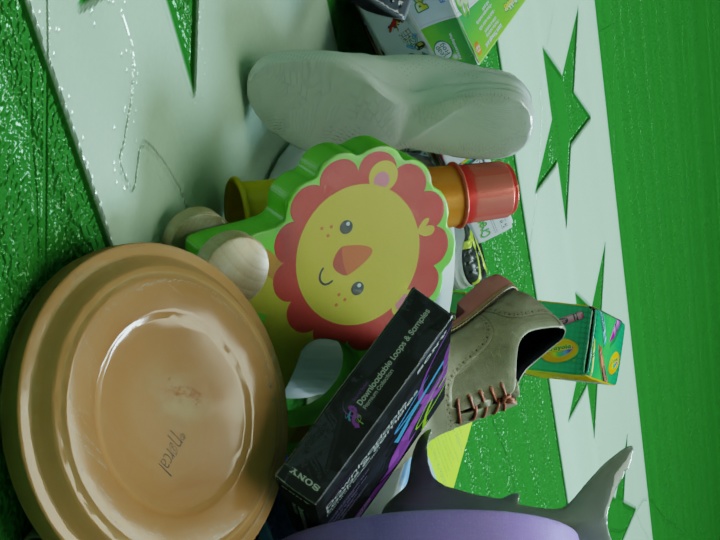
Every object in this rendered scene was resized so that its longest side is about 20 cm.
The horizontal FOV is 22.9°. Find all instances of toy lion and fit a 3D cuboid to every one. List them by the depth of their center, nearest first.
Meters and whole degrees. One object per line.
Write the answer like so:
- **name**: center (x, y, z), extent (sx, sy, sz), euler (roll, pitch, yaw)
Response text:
- **toy lion**: center (-0.025, 0.017, 1.162), extent (0.191, 0.069, 0.200), euler (-16, 116, -26)

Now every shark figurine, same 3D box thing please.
- **shark figurine**: center (0.070, 0.151, 1.209), extent (0.128, 0.214, 0.090), euler (8, 75, -44)

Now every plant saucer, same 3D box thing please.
- **plant saucer**: center (-0.114, 0.083, 1.015), extent (0.200, 0.032, 0.201), euler (10, 75, -44)

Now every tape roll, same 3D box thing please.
- **tape roll**: center (0.042, 0.207, 1.132), extent (0.200, 0.200, 0.066), euler (47, 36, -63)

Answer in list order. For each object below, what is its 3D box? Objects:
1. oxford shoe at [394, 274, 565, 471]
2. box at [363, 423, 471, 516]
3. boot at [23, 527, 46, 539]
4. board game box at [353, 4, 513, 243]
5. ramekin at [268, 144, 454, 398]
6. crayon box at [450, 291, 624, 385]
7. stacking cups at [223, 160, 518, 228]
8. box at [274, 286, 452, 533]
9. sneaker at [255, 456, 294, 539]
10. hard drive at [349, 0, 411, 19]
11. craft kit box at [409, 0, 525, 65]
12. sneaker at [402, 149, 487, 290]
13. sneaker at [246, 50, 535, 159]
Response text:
- **oxford shoe**: center (0.074, 0.081, 1.285), extent (0.200, 0.075, 0.071), euler (-46, 151, -30)
- **box**: center (0.037, 0.160, 1.397), extent (0.122, 0.048, 0.200), euler (67, 34, -50)
- **boot**: center (-0.140, 0.136, 1.039), extent (0.146, 0.070, 0.200), euler (-22, 104, -55)
- **board game box**: center (0.052, -0.131, 1.372), extent (0.200, 0.035, 0.126), euler (64, 1, 35)
- **ramekin**: center (0.000, 0.000, 1.329), extent (0.200, 0.098, 0.201), euler (4, 90, -70)
- **crayon box**: center (0.109, 0.054, 1.486), extent (0.119, 0.200, 0.058), euler (21, 76, -69)
- **stacking cups**: center (0.009, -0.044, 1.217), extent (0.060, 0.200, 0.061), euler (173, -90, -70)
- **box**: center (0.005, 0.103, 1.132), extent (0.143, 0.036, 0.200), euler (-54, 167, -14)
- **sneaker**: center (-0.076, 0.200, 1.226), extent (0.070, 0.078, 0.200), euler (-1, 74, -67)
- **hard drive**: center (0.000, -0.293, 1.279), extent (0.135, 0.042, 0.200), euler (24, 71, -42)
- **craft kit box**: center (0.071, -0.287, 1.449), extent (0.198, 0.048, 0.200), euler (62, 32, -18)
- **sneaker**: center (0.048, -0.065, 1.471), extent (0.075, 0.076, 0.200), euler (61, 15, -47)
- **sneaker**: center (0.020, -0.124, 1.252), extent (0.089, 0.200, 0.075), euler (-89, -172, -57)
